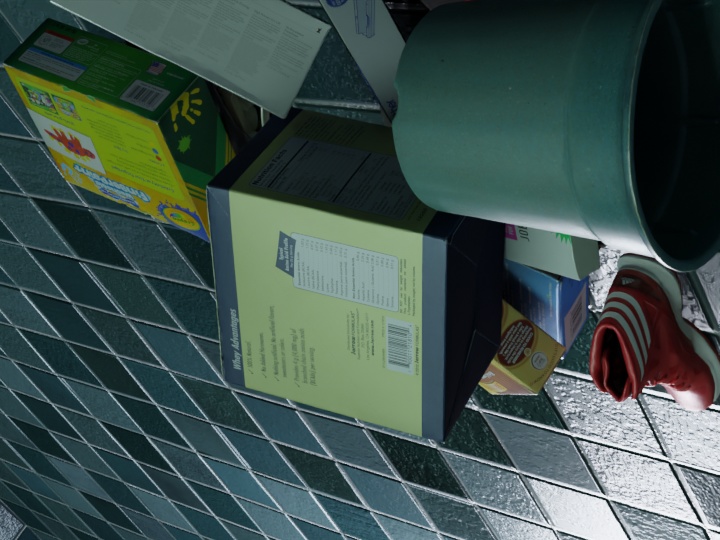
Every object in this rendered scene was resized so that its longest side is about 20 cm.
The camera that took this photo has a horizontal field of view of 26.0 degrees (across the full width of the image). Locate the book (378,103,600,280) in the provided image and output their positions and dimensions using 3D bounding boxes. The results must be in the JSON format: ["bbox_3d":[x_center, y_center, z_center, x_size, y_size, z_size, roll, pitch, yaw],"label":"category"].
[{"bbox_3d":[0.106,-0.077,1.268,0.200,0.048,0.134,17,127,49],"label":"book"}]

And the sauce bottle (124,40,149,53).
[{"bbox_3d":[-0.190,-0.187,1.511,0.065,0.065,0.200,21,150,26],"label":"sauce bottle"}]

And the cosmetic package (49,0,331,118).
[{"bbox_3d":[-0.130,-0.200,1.203,0.199,0.083,0.051,26,-168,-12],"label":"cosmetic package"}]

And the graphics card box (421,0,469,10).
[{"bbox_3d":[0.085,-0.248,1.083,0.125,0.051,0.200,44,153,-18],"label":"graphics card box"}]

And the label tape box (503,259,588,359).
[{"bbox_3d":[0.111,-0.012,1.449,0.199,0.063,0.144,24,154,21],"label":"label tape box"}]

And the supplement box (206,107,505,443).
[{"bbox_3d":[0.000,0.000,1.248,0.199,0.134,0.201,14,128,20],"label":"supplement box"}]

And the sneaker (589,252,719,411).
[{"bbox_3d":[0.253,0.087,1.391,0.078,0.116,0.200,7,143,44],"label":"sneaker"}]

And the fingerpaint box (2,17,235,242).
[{"bbox_3d":[-0.217,-0.133,1.473,0.199,0.073,0.167,22,150,31],"label":"fingerpaint box"}]

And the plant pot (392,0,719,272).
[{"bbox_3d":[0.139,-0.107,1.061,0.195,0.201,0.200,6,143,34],"label":"plant pot"}]

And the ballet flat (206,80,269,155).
[{"bbox_3d":[-0.127,-0.179,1.457,0.073,0.073,0.200,14,142,36],"label":"ballet flat"}]

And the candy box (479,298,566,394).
[{"bbox_3d":[0.077,0.035,1.408,0.200,0.057,0.117,36,168,-10],"label":"candy box"}]

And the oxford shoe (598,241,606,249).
[{"bbox_3d":[0.192,-0.038,1.285,0.200,0.085,0.073,-2,135,50],"label":"oxford shoe"}]

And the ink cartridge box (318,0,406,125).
[{"bbox_3d":[-0.004,-0.201,1.195,0.200,0.044,0.094,54,-172,-52],"label":"ink cartridge box"}]
